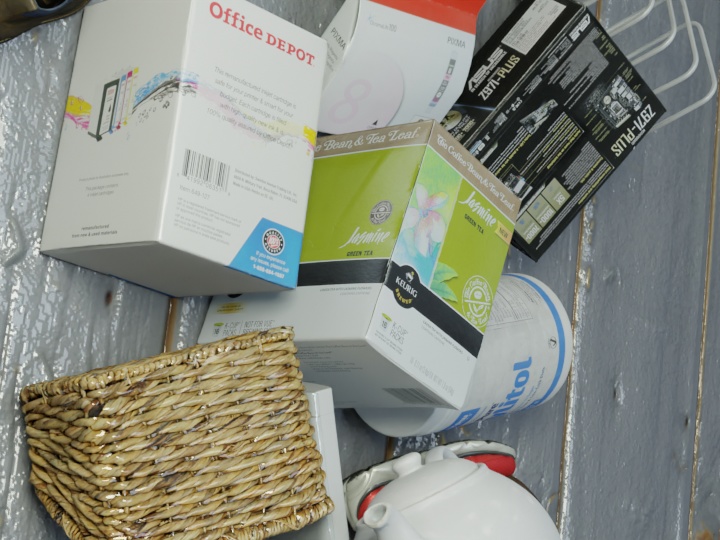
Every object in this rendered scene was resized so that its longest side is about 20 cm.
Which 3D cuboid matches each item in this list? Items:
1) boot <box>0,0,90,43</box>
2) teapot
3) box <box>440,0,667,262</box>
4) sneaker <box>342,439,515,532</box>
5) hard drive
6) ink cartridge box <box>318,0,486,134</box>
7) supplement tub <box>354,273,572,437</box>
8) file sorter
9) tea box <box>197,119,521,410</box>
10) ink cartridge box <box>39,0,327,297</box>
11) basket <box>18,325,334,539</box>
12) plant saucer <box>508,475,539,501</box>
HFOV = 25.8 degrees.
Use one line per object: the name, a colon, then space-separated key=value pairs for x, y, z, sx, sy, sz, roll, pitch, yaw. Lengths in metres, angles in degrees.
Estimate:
boot: x=-0.211 y=-0.225 z=1.163 sx=0.200 sy=0.096 sz=0.075 roll=-47 pitch=120 yaw=-38
teapot: x=0.066 y=0.218 z=1.284 sx=0.196 sy=0.200 sz=0.148 roll=-23 pitch=86 yaw=-29
box: x=0.171 y=-0.142 z=1.516 sx=0.200 sy=0.086 sz=0.164 roll=-49 pitch=126 yaw=0
sneaker: x=0.065 y=0.208 z=1.441 sx=0.198 sy=0.077 sz=0.086 roll=-10 pitch=78 yaw=-37
hard drive: x=-0.057 y=0.189 z=1.266 sx=0.026 sy=0.131 sz=0.203 roll=-12 pitch=99 yaw=-35
ink cartridge box: x=0.044 y=-0.202 z=1.384 sx=0.161 sy=0.200 sz=0.057 roll=7 pitch=43 yaw=-46
supplement tub: x=0.091 y=0.075 z=1.445 sx=0.199 sy=0.131 sz=0.134 roll=-8 pitch=93 yaw=-47
file sorter: x=0.268 y=-0.252 z=1.630 sx=0.200 sy=0.124 sz=0.140 roll=43 pitch=32 yaw=-37
tea box: x=0.000 y=0.000 z=1.300 sx=0.133 sy=0.198 sz=0.199 roll=36 pitch=63 yaw=-39
ink cartridge box: x=-0.132 y=-0.096 z=1.203 sx=0.146 sy=0.143 sz=0.203 roll=21 pitch=72 yaw=-45
basket: x=-0.143 y=0.137 z=1.172 sx=0.198 sy=0.142 sz=0.151 roll=-14 pitch=91 yaw=-40
plant saucer: x=0.140 y=0.301 z=1.555 sx=0.199 sy=0.032 sz=0.203 roll=4 pitch=85 yaw=-48
